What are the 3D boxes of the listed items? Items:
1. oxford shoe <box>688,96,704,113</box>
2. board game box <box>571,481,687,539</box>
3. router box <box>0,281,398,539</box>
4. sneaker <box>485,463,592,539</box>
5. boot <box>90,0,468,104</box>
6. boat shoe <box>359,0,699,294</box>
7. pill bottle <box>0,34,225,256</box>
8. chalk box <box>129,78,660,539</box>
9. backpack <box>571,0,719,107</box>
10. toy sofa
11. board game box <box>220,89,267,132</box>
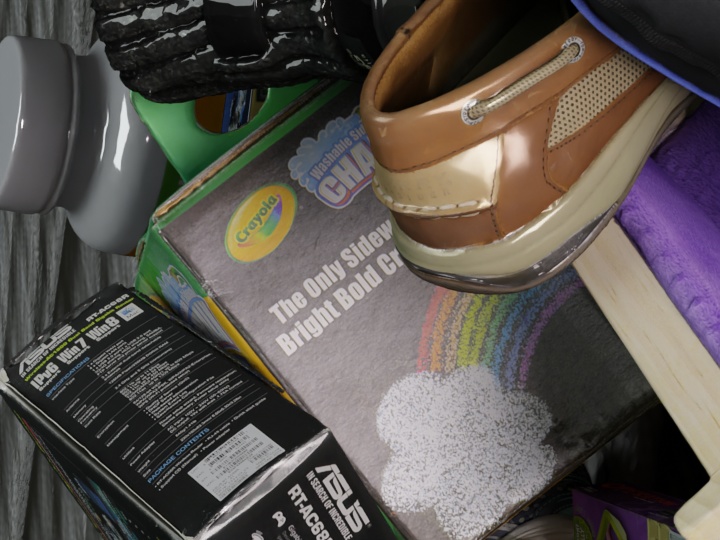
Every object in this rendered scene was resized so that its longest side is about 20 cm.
[{"bbox_3d":[0.093,-0.025,0.853,0.075,0.070,0.200,60,144,7],"label":"oxford shoe"},{"bbox_3d":[0.109,0.178,0.725,0.120,0.032,0.200,-170,76,-64],"label":"board game box"},{"bbox_3d":[-0.029,0.113,0.770,0.150,0.062,0.200,29,154,52],"label":"router box"},{"bbox_3d":[0.043,0.143,0.902,0.200,0.078,0.086,-49,30,41],"label":"sneaker"},{"bbox_3d":[-0.002,-0.152,0.701,0.158,0.079,0.211,7,73,46],"label":"boot"},{"bbox_3d":[0.069,-0.085,0.611,0.076,0.074,0.200,13,57,40],"label":"boat shoe"},{"bbox_3d":[-0.079,-0.058,1.065,0.111,0.200,0.111,-173,90,-67],"label":"pill bottle"},{"bbox_3d":[0.000,0.000,0.785,0.200,0.124,0.124,52,167,4],"label":"chalk box"},{"bbox_3d":[0.155,-0.099,0.526,0.183,0.200,0.147,-44,25,59],"label":"backpack"},{"bbox_3d":[0.107,-0.002,0.629,0.098,0.083,0.200,-42,40,12],"label":"toy sofa"},{"bbox_3d":[0.008,-0.055,0.944,0.035,0.135,0.200,-173,91,-67],"label":"board game box"}]
